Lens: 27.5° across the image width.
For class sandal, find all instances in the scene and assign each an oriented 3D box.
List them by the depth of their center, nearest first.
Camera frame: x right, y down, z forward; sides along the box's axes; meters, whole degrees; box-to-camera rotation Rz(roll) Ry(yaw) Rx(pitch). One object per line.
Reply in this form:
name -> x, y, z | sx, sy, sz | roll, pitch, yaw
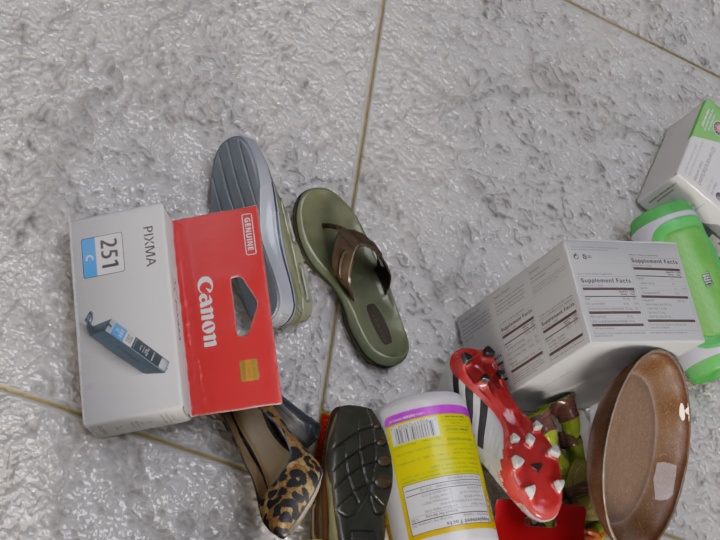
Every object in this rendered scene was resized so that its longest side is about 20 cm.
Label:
sandal -> 0.001, 0.000, 1.505 | 0.079, 0.057, 0.203 | -23, 79, -37

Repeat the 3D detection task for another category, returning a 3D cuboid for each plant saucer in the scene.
plant saucer -> 0.270, 0.177, 1.452 | 0.199, 0.036, 0.204 | -10, 102, -54

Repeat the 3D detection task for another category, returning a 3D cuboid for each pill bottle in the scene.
pill bottle -> 0.072, 0.225, 1.405 | 0.103, 0.104, 0.203 | 0, 67, -31

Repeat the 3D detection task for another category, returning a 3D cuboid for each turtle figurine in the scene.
turtle figurine -> 0.213, 0.219, 1.504 | 0.198, 0.064, 0.163 | -21, 88, -35

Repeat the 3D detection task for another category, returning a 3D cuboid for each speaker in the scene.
speaker -> 0.383, 0.025, 1.707 | 0.088, 0.088, 0.202 | -8, 71, -33

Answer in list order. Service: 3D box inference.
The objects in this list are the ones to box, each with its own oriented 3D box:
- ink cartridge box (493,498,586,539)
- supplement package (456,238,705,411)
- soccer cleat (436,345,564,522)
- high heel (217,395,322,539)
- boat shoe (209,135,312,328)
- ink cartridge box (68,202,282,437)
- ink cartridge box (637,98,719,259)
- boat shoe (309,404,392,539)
ink cartridge box -> 0.184, 0.325, 1.409 | 0.115, 0.067, 0.203 | 8, 81, -27
supplement package -> 0.223, 0.060, 1.518 | 0.154, 0.200, 0.112 | 1, 66, -32
soccer cleat -> 0.137, 0.169, 1.465 | 0.068, 0.086, 0.201 | -9, 57, -34
high heel -> -0.104, 0.154, 1.324 | 0.142, 0.071, 0.201 | 38, 20, -15
boat shoe -> -0.099, -0.036, 1.468 | 0.062, 0.071, 0.203 | 10, 62, -54
ink cartridge box -> -0.170, 0.037, 1.338 | 0.174, 0.045, 0.203 | -10, 68, 3
ink cartridge box -> 0.456, -0.087, 1.807 | 0.199, 0.084, 0.146 | 37, 53, -9
boat shoe -> -0.019, 0.227, 1.365 | 0.075, 0.074, 0.203 | 16, 65, -35
